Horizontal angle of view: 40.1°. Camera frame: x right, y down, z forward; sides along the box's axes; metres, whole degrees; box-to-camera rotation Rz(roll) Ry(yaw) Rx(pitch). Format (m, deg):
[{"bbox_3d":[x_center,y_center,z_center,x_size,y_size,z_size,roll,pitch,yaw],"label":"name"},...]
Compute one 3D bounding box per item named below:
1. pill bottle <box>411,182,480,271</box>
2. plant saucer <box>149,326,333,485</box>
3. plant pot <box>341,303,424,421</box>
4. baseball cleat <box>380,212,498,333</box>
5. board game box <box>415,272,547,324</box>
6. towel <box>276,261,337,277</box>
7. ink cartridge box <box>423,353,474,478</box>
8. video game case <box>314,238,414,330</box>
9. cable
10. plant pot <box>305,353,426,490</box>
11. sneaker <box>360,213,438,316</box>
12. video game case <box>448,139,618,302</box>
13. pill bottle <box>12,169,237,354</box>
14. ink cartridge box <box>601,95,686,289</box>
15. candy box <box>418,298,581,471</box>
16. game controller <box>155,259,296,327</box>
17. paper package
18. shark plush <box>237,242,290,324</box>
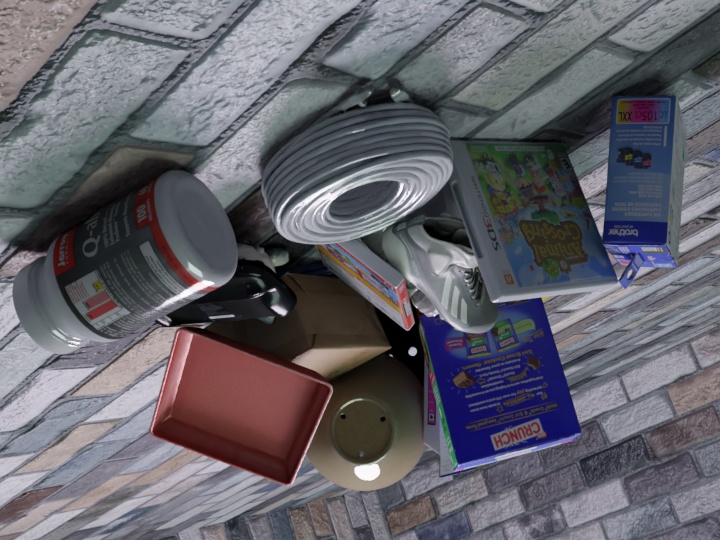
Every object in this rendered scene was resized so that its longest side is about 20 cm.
[{"bbox_3d":[0.165,-0.054,1.175,0.197,0.114,0.112,6,153,-26],"label":"pill bottle"},{"bbox_3d":[-0.148,0.162,1.217,0.197,0.037,0.202,21,129,-3],"label":"plant saucer"},{"bbox_3d":[0.044,0.144,1.542,0.197,0.203,0.176,-20,177,0],"label":"plant pot"},{"bbox_3d":[0.111,0.007,1.094,0.105,0.071,0.199,-20,139,40],"label":"baseball cleat"},{"bbox_3d":[0.192,0.026,1.352,0.151,0.041,0.200,-1,157,-34],"label":"board game box"},{"bbox_3d":[-0.097,0.042,1.348,0.144,0.024,0.200,-14,161,-19],"label":"towel"},{"bbox_3d":[0.129,0.186,1.403,0.037,0.204,0.094,-2,177,39],"label":"ink cartridge box"},{"bbox_3d":[0.000,0.000,1.158,0.018,0.142,0.200,-49,164,-9],"label":"video game case"},{"bbox_3d":[0.000,-0.094,0.981,0.198,0.070,0.199,-29,160,26],"label":"cable"},{"bbox_3d":[0.003,0.217,1.386,0.197,0.204,0.134,-20,177,1],"label":"plant pot"},{"bbox_3d":[0.075,-0.006,1.209,0.199,0.101,0.074,31,136,-34],"label":"sneaker"},{"bbox_3d":[0.188,-0.060,1.091,0.198,0.185,0.022,-4,159,-39],"label":"video game case"},{"bbox_3d":[-0.225,-0.002,0.934,0.198,0.118,0.115,-26,161,19],"label":"pill bottle"},{"bbox_3d":[0.326,-0.083,1.129,0.075,0.204,0.136,1,170,24],"label":"ink cartridge box"},{"bbox_3d":[0.179,0.143,1.296,0.166,0.203,0.077,-13,161,-1],"label":"candy box"},{"bbox_3d":[-0.170,0.027,1.093,0.197,0.043,0.104,-6,157,26],"label":"game controller"},{"bbox_3d":[-0.094,0.096,1.301,0.199,0.105,0.189,-32,159,31],"label":"paper package"},{"bbox_3d":[-0.151,0.005,1.125,0.082,0.093,0.200,8,174,17],"label":"shark plush"}]
